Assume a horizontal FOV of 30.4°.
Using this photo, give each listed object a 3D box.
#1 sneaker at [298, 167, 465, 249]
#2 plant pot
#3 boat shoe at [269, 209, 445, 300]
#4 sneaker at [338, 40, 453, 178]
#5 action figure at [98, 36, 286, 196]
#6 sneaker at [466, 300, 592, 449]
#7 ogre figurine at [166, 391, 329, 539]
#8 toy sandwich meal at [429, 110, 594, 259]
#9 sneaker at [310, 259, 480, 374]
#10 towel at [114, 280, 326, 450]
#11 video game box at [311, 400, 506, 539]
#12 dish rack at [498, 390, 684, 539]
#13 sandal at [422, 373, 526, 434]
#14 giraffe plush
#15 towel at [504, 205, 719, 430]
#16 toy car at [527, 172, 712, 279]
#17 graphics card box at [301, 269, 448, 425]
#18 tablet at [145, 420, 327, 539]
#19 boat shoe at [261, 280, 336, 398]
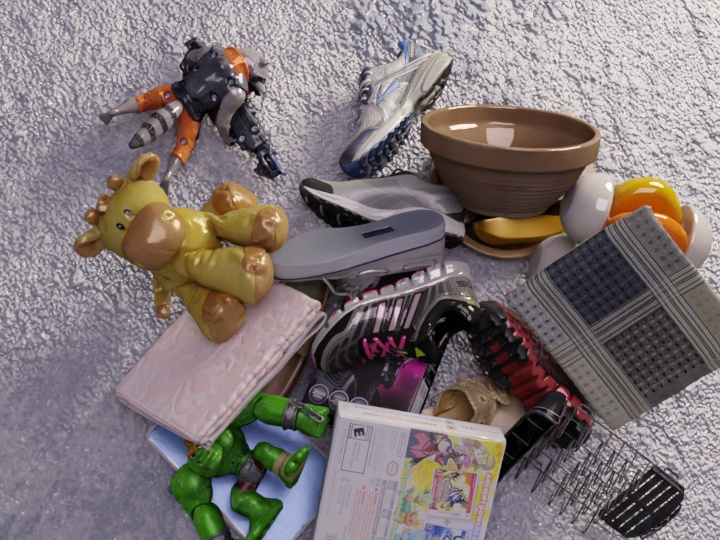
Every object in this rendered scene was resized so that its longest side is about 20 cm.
[{"bbox_3d":[0.027,-0.080,1.520,0.197,0.074,0.081,11,72,5],"label":"sneaker"},{"bbox_3d":[0.162,-0.116,1.460,0.197,0.201,0.094,0,111,-8],"label":"plant pot"},{"bbox_3d":[-0.001,-0.002,1.441,0.199,0.075,0.087,-15,121,-16],"label":"boat shoe"},{"bbox_3d":[0.026,-0.194,1.569,0.085,0.077,0.201,32,64,12],"label":"sneaker"},{"bbox_3d":[-0.172,-0.176,1.513,0.193,0.105,0.200,-42,81,-7],"label":"action figure"},{"bbox_3d":[0.194,0.102,1.481,0.201,0.070,0.098,49,42,-13],"label":"sneaker"},{"bbox_3d":[-0.128,0.208,1.395,0.119,0.202,0.098,32,27,13],"label":"ogre figurine"},{"bbox_3d":[0.181,-0.109,1.559,0.202,0.070,0.209,2,74,-8],"label":"toy sandwich meal"},{"bbox_3d":[0.043,0.066,1.406,0.198,0.074,0.088,-26,57,-6],"label":"sneaker"},{"bbox_3d":[-0.152,0.087,1.412,0.200,0.190,0.032,-48,126,-18],"label":"towel"},{"bbox_3d":[0.045,0.249,1.398,0.179,0.047,0.203,11,106,-3],"label":"video game box"},{"bbox_3d":[0.244,0.224,1.433,0.199,0.154,0.055,37,53,3],"label":"dish rack"},{"bbox_3d":[0.109,0.162,1.470,0.209,0.070,0.079,-19,77,-13],"label":"sandal"},{"bbox_3d":[-0.199,-0.038,1.387,0.162,0.198,0.175,33,71,-44],"label":"giraffe plush"},{"bbox_3d":[0.285,0.053,1.403,0.192,0.035,0.201,-35,100,25],"label":"towel"},{"bbox_3d":[0.292,0.002,1.473,0.173,0.202,0.151,17,35,-11],"label":"toy car"},{"bbox_3d":[0.028,0.085,1.471,0.124,0.051,0.202,17,72,20],"label":"graphics card box"},{"bbox_3d":[-0.124,0.206,1.453,0.200,0.014,0.130,44,72,5],"label":"tablet"},{"bbox_3d":[-0.078,0.053,1.469,0.075,0.074,0.202,20,70,-4],"label":"boat shoe"}]
